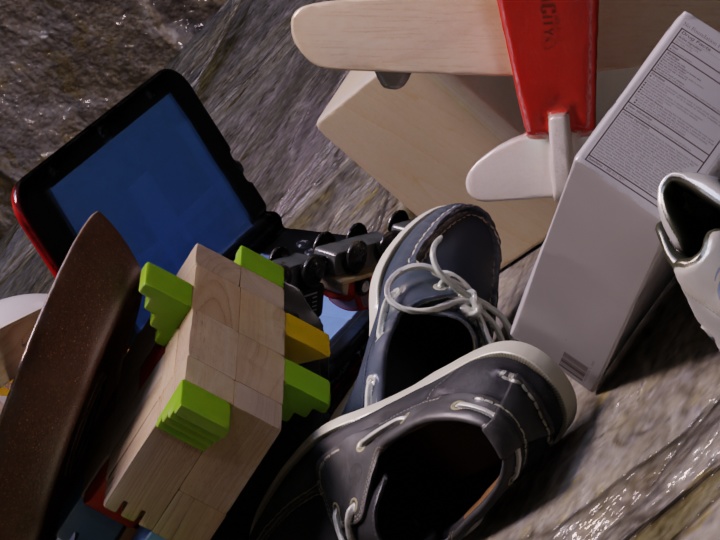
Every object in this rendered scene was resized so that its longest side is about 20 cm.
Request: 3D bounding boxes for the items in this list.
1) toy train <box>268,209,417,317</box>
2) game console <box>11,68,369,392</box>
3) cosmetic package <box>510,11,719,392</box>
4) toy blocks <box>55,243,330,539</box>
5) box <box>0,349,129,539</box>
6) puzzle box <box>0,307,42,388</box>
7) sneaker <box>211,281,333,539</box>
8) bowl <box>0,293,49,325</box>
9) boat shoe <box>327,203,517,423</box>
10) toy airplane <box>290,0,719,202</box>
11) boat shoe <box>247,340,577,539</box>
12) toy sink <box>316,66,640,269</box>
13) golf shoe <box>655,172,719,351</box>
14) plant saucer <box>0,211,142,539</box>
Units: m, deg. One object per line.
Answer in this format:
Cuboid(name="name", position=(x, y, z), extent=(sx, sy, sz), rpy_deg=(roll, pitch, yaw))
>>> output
Cuboid(name="toy train", position=(0.000, 0.000, 1.549), extent=(0.034, 0.046, 0.200), rpy_deg=(14, 20, 34))
Cuboid(name="game console", position=(-0.069, -0.020, 1.587), extent=(0.172, 0.119, 0.200), rpy_deg=(7, 28, 23))
Cuboid(name="cosmetic package", position=(0.114, -0.024, 1.189), extent=(0.083, 0.051, 0.200), rpy_deg=(-51, -10, -20))
Cuboid(name="toy blocks", position=(-0.092, 0.082, 1.353), extent=(0.137, 0.100, 0.200), rpy_deg=(-57, 14, 20))
Cuboid(name="box", position=(-0.166, 0.136, 1.532), extent=(0.041, 0.119, 0.200), rpy_deg=(-79, -6, -71))
Cuboid(name="puzzle box", position=(-0.219, 0.061, 1.359), extent=(0.133, 0.025, 0.200), rpy_deg=(-23, 2, 4))
Cuboid(name="sneaker", position=(-0.072, 0.105, 1.483), extent=(0.200, 0.104, 0.060), rpy_deg=(-45, 13, 20))
Cuboid(name="bowl", position=(-0.158, 0.087, 1.624), extent=(0.090, 0.201, 0.201), rpy_deg=(-40, 14, 34))
Cuboid(name="boat shoe", position=(0.033, 0.036, 1.392), extent=(0.062, 0.075, 0.200), rpy_deg=(-39, 17, 47))
Cuboid(name="toy airplane", position=(0.097, -0.131, 1.409), extent=(0.199, 0.200, 0.141), rpy_deg=(-48, 17, 26))
Cuboid(name="boat shoe", position=(0.009, 0.102, 1.275), extent=(0.200, 0.072, 0.068), rpy_deg=(-37, 12, 38))
Cuboid(name="toy sink", position=(0.087, -0.119, 1.563), extent=(0.112, 0.130, 0.200), rpy_deg=(-36, 18, 49))
Cuboid(name="golf shoe", position=(0.154, -0.015, 1.061), extent=(0.078, 0.097, 0.200), rpy_deg=(-47, 10, 16))
Cuboid(name="plant saucer", position=(-0.146, 0.071, 1.380), extent=(0.200, 0.034, 0.200), rpy_deg=(21, -90, -90))
